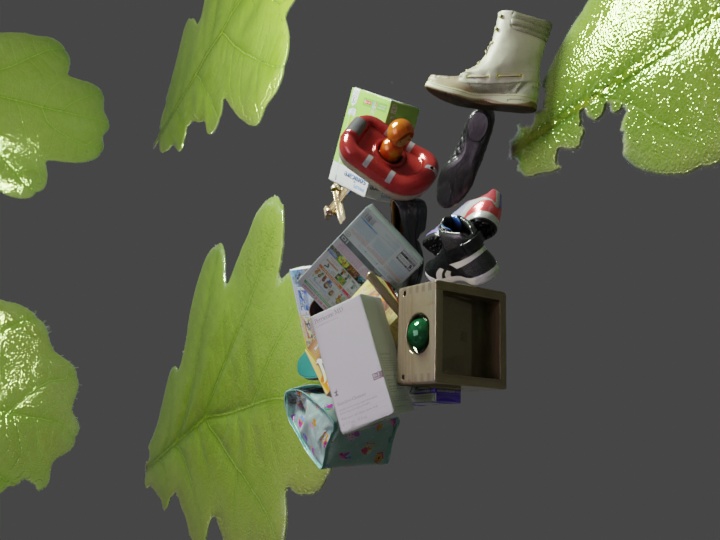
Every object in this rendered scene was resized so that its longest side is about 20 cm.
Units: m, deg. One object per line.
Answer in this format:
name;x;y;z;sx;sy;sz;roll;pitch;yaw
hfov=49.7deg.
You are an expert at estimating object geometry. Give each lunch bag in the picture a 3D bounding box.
lunch bag;-0.045;0.292;1.538;0.199;0.167;0.125;36;114;53

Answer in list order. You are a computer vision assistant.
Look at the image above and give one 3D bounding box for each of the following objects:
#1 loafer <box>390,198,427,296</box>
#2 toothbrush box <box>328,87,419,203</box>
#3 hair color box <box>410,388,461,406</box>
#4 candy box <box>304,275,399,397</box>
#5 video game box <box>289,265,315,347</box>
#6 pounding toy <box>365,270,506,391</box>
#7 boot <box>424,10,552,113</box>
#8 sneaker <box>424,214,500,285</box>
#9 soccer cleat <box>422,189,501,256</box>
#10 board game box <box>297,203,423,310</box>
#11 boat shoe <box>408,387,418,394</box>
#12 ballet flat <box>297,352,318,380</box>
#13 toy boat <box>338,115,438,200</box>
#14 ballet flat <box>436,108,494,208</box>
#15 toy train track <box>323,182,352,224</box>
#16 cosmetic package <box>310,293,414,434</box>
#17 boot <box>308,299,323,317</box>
loafer;0.080;-0.042;1.510;0.072;0.071;0.206;-10;75;56
toothbrush box;0.025;-0.264;1.632;0.145;0.085;0.205;30;108;49
hair color box;0.126;0.137;1.398;0.109;0.064;0.205;-19;65;57
candy box;-0.004;0.121;1.395;0.201;0.055;0.116;-49;44;15
video game box;-0.081;0.088;1.716;0.181;0.046;0.205;-6;97;56
pounding toy;0.122;0.097;1.278;0.141;0.196;0.189;-15;69;54
boot;0.214;-0.354;1.306;0.196;0.072;0.159;13;92;23
sneaker;0.156;-0.041;1.321;0.114;0.072;0.199;62;158;-13
soccer cleat;0.181;-0.079;1.373;0.199;0.067;0.074;-29;33;58
board game box;0.000;0.000;1.461;0.200;0.148;0.064;-44;1;14
boat shoe;0.024;0.194;1.422;0.198;0.068;0.073;3;90;57
ballet flat;-0.057;0.178;1.559;0.199;0.067;0.070;-33;57;54
toy boat;0.063;-0.232;1.471;0.132;0.198;0.131;-57;1;-38
ballet flat;0.194;-0.199;1.398;0.066;0.057;0.203;35;121;18
toy train track;-0.040;-0.188;1.787;0.200;0.032;0.117;-47;45;42
cosmetic package;0.002;0.153;1.293;0.111;0.081;0.204;-26;74;25
boot;-0.031;0.054;1.583;0.076;0.197;0.097;64;154;-2
